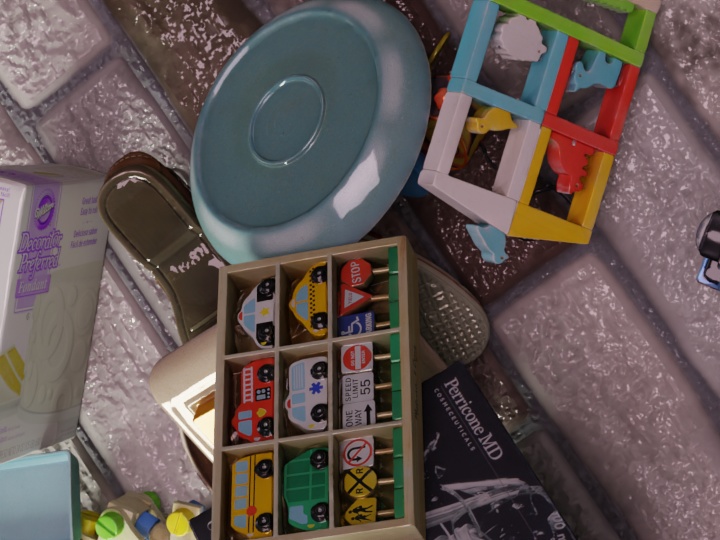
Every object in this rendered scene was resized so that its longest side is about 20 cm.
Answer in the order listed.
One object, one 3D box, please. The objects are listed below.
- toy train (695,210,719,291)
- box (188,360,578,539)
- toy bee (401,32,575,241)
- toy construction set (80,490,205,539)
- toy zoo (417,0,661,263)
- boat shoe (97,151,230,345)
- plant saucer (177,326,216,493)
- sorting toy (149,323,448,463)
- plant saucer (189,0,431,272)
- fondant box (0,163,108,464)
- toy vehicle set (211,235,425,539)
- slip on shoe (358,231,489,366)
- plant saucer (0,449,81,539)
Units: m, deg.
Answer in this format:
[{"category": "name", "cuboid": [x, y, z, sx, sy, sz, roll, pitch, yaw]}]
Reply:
[{"category": "toy train", "cuboid": [0.307, 0.008, 1.211, 0.200, 0.114, 0.087, 21, 97, 14]}, {"category": "box", "cuboid": [0.035, 0.199, 1.169, 0.197, 0.124, 0.200, -30, 53, -4]}, {"category": "toy bee", "cuboid": [0.046, -0.106, 1.285, 0.200, 0.109, 0.131, 4, 58, 10]}, {"category": "toy construction set", "cuboid": [-0.166, 0.245, 1.400, 0.131, 0.092, 0.200, 21, 90, 14]}, {"category": "toy zoo", "cuboid": [0.112, -0.101, 1.245, 0.020, 0.131, 0.200, 13, 86, 58]}, {"category": "boat shoe", "cuboid": [-0.107, 0.001, 1.367, 0.072, 0.068, 0.200, -27, 108, 12]}, {"category": "plant saucer", "cuboid": [-0.026, 0.101, 1.339, 0.200, 0.037, 0.200, 6, 119, 12]}, {"category": "sorting toy", "cuboid": [-0.019, 0.106, 1.299, 0.185, 0.036, 0.200, -31, 106, 26]}, {"category": "plant saucer", "cuboid": [-0.042, -0.094, 1.276, 0.200, 0.027, 0.200, -17, 60, 33]}, {"category": "fondant box", "cuboid": [-0.240, 0.028, 1.370, 0.058, 0.144, 0.200, 12, 98, 17]}, {"category": "toy vehicle set", "cuboid": [-0.026, 0.077, 1.176, 0.124, 0.027, 0.200, -11, 56, 14]}, {"category": "slip on shoe", "cuboid": [0.000, 0.000, 1.337, 0.200, 0.061, 0.074, 27, 114, 0]}, {"category": "plant saucer", "cuboid": [-0.276, 0.175, 1.426, 0.200, 0.019, 0.070, -11, 77, 35]}]
